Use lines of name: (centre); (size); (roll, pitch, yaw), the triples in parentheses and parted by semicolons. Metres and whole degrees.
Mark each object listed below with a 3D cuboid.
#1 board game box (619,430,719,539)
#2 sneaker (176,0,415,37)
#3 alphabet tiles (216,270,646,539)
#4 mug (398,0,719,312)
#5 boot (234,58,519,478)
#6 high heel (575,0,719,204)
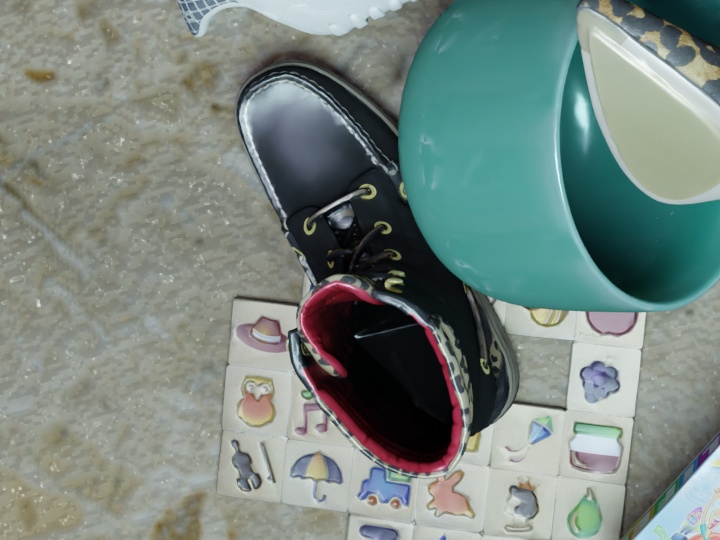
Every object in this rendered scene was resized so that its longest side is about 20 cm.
board game box: (0.214, 0.161, 1.162); (0.200, 0.034, 0.135); (40, 104, 0)
sneaker: (0.008, -0.151, 1.203); (0.200, 0.076, 0.081); (0, 112, 14)
alphabet tiles: (0.031, 0.074, 1.268); (0.200, 0.008, 0.168); (7, 102, 8)
mug: (0.099, -0.065, 1.168); (0.114, 0.185, 0.152); (1, 114, 43)
boot: (0.000, 0.000, 1.177); (0.073, 0.151, 0.200); (-28, 95, 13)
high heel: (0.168, -0.088, 1.108); (0.071, 0.143, 0.200); (-11, 136, 47)
